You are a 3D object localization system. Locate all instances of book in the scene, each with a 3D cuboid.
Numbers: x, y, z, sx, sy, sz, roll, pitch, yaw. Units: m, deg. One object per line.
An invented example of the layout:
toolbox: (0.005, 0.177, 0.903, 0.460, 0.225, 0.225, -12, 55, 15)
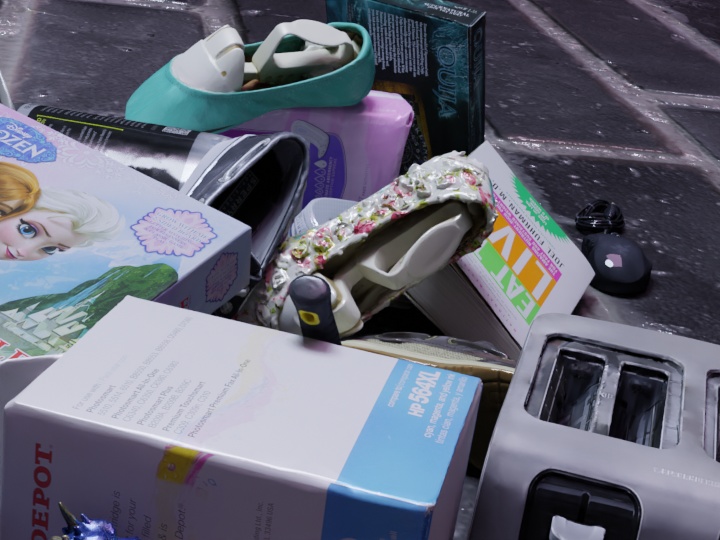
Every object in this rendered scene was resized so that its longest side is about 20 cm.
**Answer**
book: (0.094, -0.007, 0.973, 0.134, 0.048, 0.200, 48, 27, -1)

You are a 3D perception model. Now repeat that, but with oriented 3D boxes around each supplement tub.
supplement tub: (-0.181, -0.042, 0.918, 0.197, 0.124, 0.123, 10, 22, 3)

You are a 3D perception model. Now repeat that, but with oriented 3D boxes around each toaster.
toaster: (0.148, 0.116, 0.657, 0.178, 0.120, 0.200, 14, 22, 11)

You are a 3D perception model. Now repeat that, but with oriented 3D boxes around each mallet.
mallet: (-0.004, 0.058, 0.692, 0.065, 0.201, 0.042, 16, 65, 6)

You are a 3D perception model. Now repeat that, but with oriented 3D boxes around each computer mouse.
computer mouse: (0.210, -0.031, 1.157, 0.058, 0.035, 0.200, 8, 21, 1)

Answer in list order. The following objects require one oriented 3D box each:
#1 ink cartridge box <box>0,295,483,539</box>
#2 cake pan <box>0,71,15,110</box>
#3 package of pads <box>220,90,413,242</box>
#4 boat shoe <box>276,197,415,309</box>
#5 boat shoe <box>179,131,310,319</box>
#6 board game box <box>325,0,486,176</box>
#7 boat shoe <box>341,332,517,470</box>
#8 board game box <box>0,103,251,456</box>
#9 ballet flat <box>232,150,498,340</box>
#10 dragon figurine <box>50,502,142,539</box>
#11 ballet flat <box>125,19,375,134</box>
ink cartridge box: (-0.062, 0.103, 0.597, 0.197, 0.130, 0.125, 13, 22, 10)
cake pan: (-0.292, -0.063, 0.860, 0.198, 0.203, 0.037, 17, -3, 20)
package of pads: (-0.063, -0.085, 1.072, 0.197, 0.122, 0.076, 5, 22, -10)
boat shoe: (0.019, -0.006, 0.978, 0.198, 0.062, 0.073, 12, 46, -42)
boat shoe: (-0.089, -0.002, 0.808, 0.067, 0.072, 0.201, -9, 41, 49)
board game box: (0.038, -0.130, 1.117, 0.134, 0.202, 0.028, 20, 45, 26)
boat shoe: (0.069, 0.072, 0.799, 0.197, 0.074, 0.065, 16, 28, 19)
board game box: (-0.191, -0.002, 0.699, 0.198, 0.042, 0.199, 25, 40, 22)
ballet flat: (0.000, 0.000, 0.836, 0.199, 0.076, 0.064, -38, 32, 2)
dragon figurine: (-0.173, 0.131, 0.524, 0.197, 0.101, 0.059, 8, 21, 0)
ballet flat: (-0.076, -0.145, 0.985, 0.198, 0.071, 0.068, -14, 47, -27)
